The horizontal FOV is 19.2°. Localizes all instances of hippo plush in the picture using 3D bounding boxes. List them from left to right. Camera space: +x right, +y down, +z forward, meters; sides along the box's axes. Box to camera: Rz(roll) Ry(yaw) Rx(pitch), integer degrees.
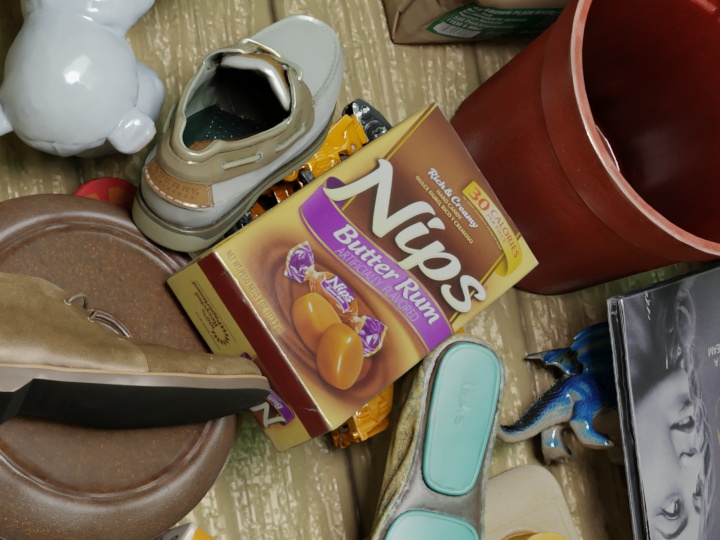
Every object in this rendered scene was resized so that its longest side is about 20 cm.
[{"bbox_3d":[-0.134,-0.141,1.173,0.159,0.200,0.161,-2,85,3],"label":"hippo plush"}]

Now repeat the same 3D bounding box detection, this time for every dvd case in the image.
[{"bbox_3d":[0.208,0.103,1.324,0.149,0.016,0.200,-15,100,-51],"label":"dvd case"}]

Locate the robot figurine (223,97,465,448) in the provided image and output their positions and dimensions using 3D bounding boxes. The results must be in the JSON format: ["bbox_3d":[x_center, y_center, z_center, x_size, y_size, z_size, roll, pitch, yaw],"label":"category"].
[{"bbox_3d":[-0.011,-0.003,1.267,0.145,0.058,0.200,-22,87,-33],"label":"robot figurine"}]

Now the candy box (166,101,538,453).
[{"bbox_3d":[0.000,0.000,1.195,0.200,0.056,0.117,-37,96,-42],"label":"candy box"}]

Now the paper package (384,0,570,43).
[{"bbox_3d":[0.110,-0.249,1.384,0.200,0.103,0.191,-5,78,-31],"label":"paper package"}]

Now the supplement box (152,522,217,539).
[{"bbox_3d":[-0.102,0.252,1.129,0.126,0.074,0.200,37,60,-16],"label":"supplement box"}]

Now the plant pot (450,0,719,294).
[{"bbox_3d":[0.158,-0.080,1.304,0.201,0.195,0.201,9,71,-27],"label":"plant pot"}]

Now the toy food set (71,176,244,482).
[{"bbox_3d":[-0.149,0.049,1.180,0.200,0.049,0.198,36,61,-15],"label":"toy food set"}]

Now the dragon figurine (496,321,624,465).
[{"bbox_3d":[0.144,0.068,1.331,0.200,0.059,0.099,4,71,-33],"label":"dragon figurine"}]

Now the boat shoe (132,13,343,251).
[{"bbox_3d":[-0.058,-0.092,1.196,0.075,0.068,0.200,26,44,5],"label":"boat shoe"}]

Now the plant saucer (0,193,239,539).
[{"bbox_3d":[-0.148,0.050,1.133,0.200,0.034,0.200,9,71,-28],"label":"plant saucer"}]

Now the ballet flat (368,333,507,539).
[{"bbox_3d":[0.037,0.134,1.213,0.071,0.071,0.200,18,79,-24],"label":"ballet flat"}]

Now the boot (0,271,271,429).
[{"bbox_3d":[-0.139,0.039,1.084,0.200,0.074,0.075,6,62,-25],"label":"boot"}]

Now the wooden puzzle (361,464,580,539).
[{"bbox_3d":[0.083,0.232,1.256,0.185,0.046,0.200,-21,86,-32],"label":"wooden puzzle"}]
